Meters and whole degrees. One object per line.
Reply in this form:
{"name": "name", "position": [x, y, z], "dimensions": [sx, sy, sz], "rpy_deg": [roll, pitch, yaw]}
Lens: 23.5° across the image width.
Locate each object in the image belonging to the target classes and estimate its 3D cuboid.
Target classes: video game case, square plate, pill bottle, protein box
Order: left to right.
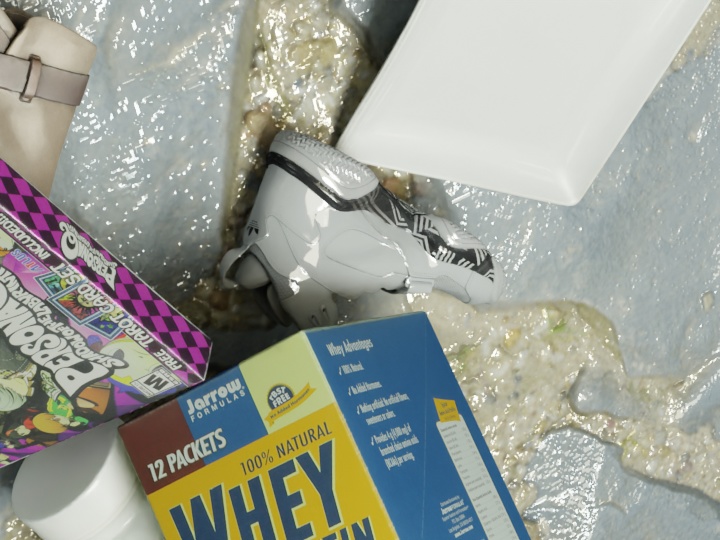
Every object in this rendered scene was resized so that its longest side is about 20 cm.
{"name": "video game case", "position": [-0.214, 0.025, 0.959], "dimensions": [0.200, 0.181, 0.036], "rpy_deg": [45, 35, -35]}
{"name": "pill bottle", "position": [-0.121, 0.175, 1.088], "dimensions": [0.113, 0.113, 0.200], "rpy_deg": [-50, 124, -11]}
{"name": "protein box", "position": [-0.008, 0.146, 1.040], "dimensions": [0.200, 0.135, 0.199], "rpy_deg": [65, 21, 8]}
{"name": "square plate", "position": [0.106, -0.138, 1.141], "dimensions": [0.200, 0.028, 0.198], "rpy_deg": [10, 128, -28]}

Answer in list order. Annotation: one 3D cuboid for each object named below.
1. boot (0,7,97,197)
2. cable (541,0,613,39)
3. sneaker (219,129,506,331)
{"name": "boot", "position": [-0.197, -0.071, 0.991], "dimensions": [0.200, 0.070, 0.146], "rpy_deg": [36, 83, -34]}
{"name": "cable", "position": [0.170, -0.250, 1.174], "dimensions": [0.200, 0.069, 0.200], "rpy_deg": [14, 97, -35]}
{"name": "sneaker", "position": [0.000, 0.000, 1.140], "dimensions": [0.200, 0.075, 0.115], "rpy_deg": [32, 87, -30]}
